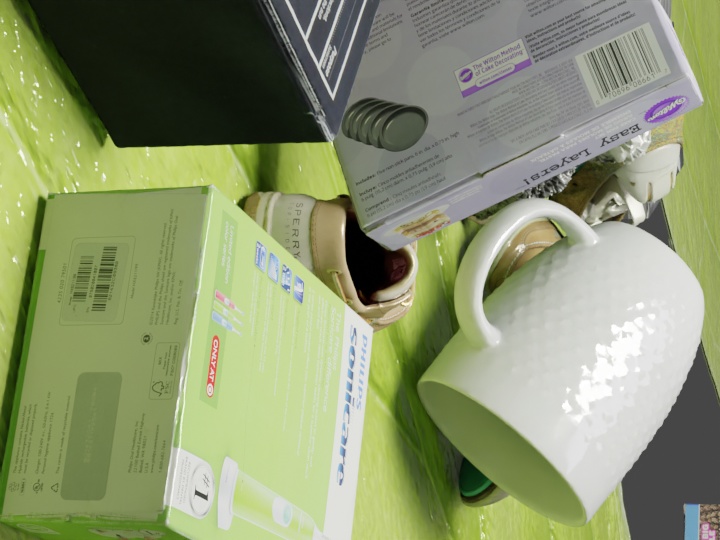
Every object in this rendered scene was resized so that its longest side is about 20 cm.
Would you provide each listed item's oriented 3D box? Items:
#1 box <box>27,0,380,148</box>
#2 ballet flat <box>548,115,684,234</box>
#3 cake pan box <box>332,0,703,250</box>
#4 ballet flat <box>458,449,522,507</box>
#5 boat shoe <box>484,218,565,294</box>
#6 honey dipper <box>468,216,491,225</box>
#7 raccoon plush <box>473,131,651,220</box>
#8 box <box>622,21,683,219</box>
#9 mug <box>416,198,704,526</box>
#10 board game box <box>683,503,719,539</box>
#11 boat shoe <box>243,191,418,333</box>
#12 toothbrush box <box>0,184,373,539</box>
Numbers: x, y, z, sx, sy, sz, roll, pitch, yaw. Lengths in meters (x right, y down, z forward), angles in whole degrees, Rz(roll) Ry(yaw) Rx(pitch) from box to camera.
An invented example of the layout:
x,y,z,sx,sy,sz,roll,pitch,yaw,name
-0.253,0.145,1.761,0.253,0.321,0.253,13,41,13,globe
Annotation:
x,y,z,sx,sy,sz,roll,pitch,yaw,name
-0.070,-0.192,0.751,0.199,0.122,0.201,62,35,-46,box
0.195,-0.070,1.251,0.200,0.070,0.071,126,-24,-63,ballet flat
0.066,-0.134,0.924,0.052,0.199,0.185,32,34,-64,cake pan box
0.127,0.114,1.292,0.201,0.069,0.070,-68,148,-44,ballet flat
0.149,0.005,1.326,0.072,0.076,0.200,-54,161,12,boat shoe
0.118,-0.102,1.337,0.200,0.038,0.038,-64,145,-53,honey dipper
0.143,-0.091,1.196,0.134,0.199,0.098,-25,119,-45,raccoon plush
0.282,-0.155,1.733,0.200,0.049,0.159,-41,127,-63,box
0.134,0.042,1.152,0.176,0.147,0.200,-48,122,-16,mug
0.483,0.360,2.007,0.097,0.198,0.161,31,61,-66,board game box
0.000,0.000,0.989,0.200,0.069,0.074,21,69,-67,boat shoe
-0.071,0.065,0.786,0.200,0.085,0.147,41,51,-61,toothbrush box
